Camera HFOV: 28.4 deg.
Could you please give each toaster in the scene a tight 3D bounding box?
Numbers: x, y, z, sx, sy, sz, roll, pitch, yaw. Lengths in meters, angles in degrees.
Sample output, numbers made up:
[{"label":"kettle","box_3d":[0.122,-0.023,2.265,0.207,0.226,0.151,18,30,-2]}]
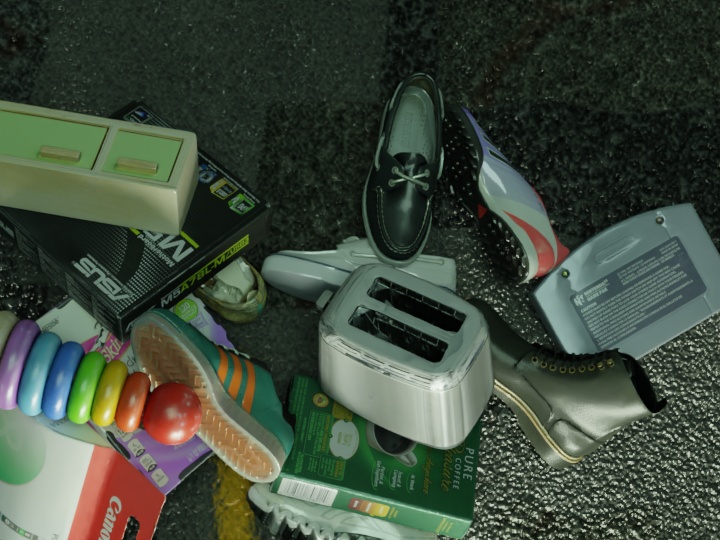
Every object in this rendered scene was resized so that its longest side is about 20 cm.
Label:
[{"label":"toaster","box_3d":[0.048,0.081,1.342,0.199,0.130,0.114,25,62,21]}]

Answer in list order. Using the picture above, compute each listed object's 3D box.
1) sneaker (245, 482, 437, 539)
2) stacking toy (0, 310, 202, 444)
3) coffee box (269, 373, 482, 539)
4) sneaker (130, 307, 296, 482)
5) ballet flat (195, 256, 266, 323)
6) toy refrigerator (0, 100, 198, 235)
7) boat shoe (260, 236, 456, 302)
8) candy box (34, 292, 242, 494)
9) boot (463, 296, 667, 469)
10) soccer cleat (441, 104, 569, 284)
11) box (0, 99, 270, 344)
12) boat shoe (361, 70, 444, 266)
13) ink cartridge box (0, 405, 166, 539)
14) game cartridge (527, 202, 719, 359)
[{"label":"sneaker","box_3d":[-0.016,0.245,1.404,0.198,0.075,0.082,23,68,-7]},{"label":"stacking toy","box_3d":[-0.234,0.102,1.242,0.198,0.085,0.086,17,82,-3]},{"label":"coffee box","box_3d":[0.017,0.182,1.395,0.198,0.044,0.124,13,49,-6]},{"label":"sneaker","box_3d":[-0.132,0.101,1.309,0.200,0.071,0.080,53,36,-22]},{"label":"ballet flat","box_3d":[-0.172,-0.025,1.408,0.200,0.071,0.071,40,81,-1]},{"label":"toy refrigerator","box_3d":[-0.255,-0.098,1.311,0.198,0.070,0.076,10,51,5]},{"label":"boat shoe","box_3d":[0.000,0.000,1.432,0.198,0.074,0.066,12,68,-10]},{"label":"candy box","box_3d":[-0.208,0.099,1.356,0.168,0.071,0.201,-40,92,-35]},{"label":"boot","box_3d":[0.196,0.086,1.403,0.200,0.138,0.078,49,36,-9]},{"label":"soccer cleat","box_3d":[0.142,-0.082,1.456,0.073,0.068,0.201,-16,72,-34]},{"label":"box","box_3d":[-0.218,-0.053,1.350,0.200,0.048,0.193,39,57,24]},{"label":"boat shoe","box_3d":[0.045,-0.105,1.418,0.075,0.060,0.202,6,66,-11]},{"label":"ink cartridge box","box_3d":[-0.277,0.207,1.299,0.200,0.162,0.050,39,36,25]},{"label":"game cartridge","box_3d":[0.280,0.019,1.475,0.199,0.041,0.134,-28,92,-9]}]
